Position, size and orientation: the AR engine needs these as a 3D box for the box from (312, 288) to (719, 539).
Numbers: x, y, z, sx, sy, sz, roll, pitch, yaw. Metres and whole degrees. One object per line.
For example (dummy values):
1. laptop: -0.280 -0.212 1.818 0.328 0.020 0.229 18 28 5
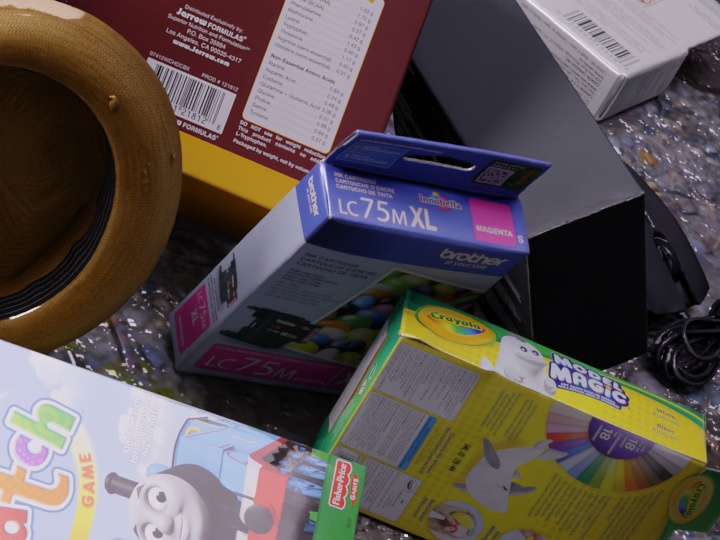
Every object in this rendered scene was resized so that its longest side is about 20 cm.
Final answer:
1. box: 0.087 0.097 1.510 0.199 0.118 0.048 25 34 -10

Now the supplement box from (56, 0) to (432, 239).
1. supplement box: -0.079 -0.140 1.589 0.197 0.201 0.133 22 -9 -13

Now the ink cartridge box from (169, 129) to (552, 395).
1. ink cartridge box: 0.000 0.000 1.497 0.119 0.200 0.042 10 55 -29

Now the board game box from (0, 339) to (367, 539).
1. board game box: -0.104 0.129 1.330 0.199 0.037 0.152 19 61 -15

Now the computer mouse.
1. computer mouse: 0.166 -0.023 1.798 0.200 0.053 0.138 42 35 17

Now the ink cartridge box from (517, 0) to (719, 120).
1. ink cartridge box: 0.142 -0.196 2.025 0.200 0.044 0.173 42 33 18

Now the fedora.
1. fedora: -0.182 -0.054 1.429 0.200 0.201 0.082 17 25 -20

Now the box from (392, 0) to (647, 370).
1. box: 0.087 -0.052 1.677 0.079 0.141 0.200 -22 51 -9
